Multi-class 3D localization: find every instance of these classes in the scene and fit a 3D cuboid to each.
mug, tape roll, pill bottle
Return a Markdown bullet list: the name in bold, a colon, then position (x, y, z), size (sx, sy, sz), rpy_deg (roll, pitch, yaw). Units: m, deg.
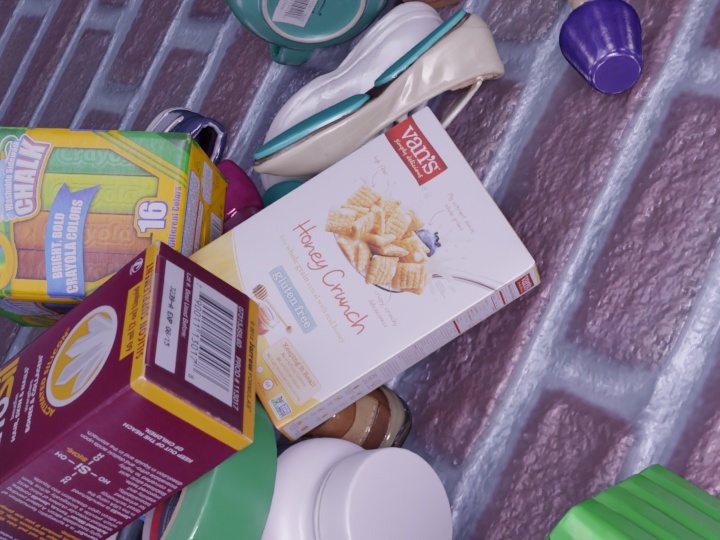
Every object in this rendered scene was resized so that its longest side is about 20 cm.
- **mug**: position (-0.039, -0.252, 1.243), size (0.151, 0.185, 0.115), rpy_deg (-20, 49, 12)
- **tape roll**: position (-0.136, 0.158, 0.931), size (0.200, 0.048, 0.201), rpy_deg (-34, 37, 30)
- **pill bottle**: position (-0.040, 0.171, 0.947), size (0.199, 0.119, 0.120), rpy_deg (-17, 53, 45)

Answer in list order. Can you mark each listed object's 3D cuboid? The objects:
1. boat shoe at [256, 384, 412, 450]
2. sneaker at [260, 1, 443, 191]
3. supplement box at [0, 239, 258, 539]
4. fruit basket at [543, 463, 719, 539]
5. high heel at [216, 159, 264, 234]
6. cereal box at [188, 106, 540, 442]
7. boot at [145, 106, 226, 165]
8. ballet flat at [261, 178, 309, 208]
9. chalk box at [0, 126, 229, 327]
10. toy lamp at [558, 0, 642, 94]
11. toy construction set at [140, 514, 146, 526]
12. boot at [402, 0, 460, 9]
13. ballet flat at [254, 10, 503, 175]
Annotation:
- **boat shoe**: position (-0.041, 0.080, 1.053), size (0.200, 0.074, 0.076), rpy_deg (22, 84, 56)
- **sneaker**: position (0.000, -0.115, 1.150), size (0.200, 0.075, 0.089), rpy_deg (-46, 48, 19)
- **supplement box**: position (-0.159, 0.088, 0.898), size (0.200, 0.085, 0.111), rpy_deg (-35, 36, 30)
- **fruit basket**: position (0.151, 0.202, 0.647), size (0.156, 0.215, 0.216), rpy_deg (-51, 35, 15)
- **high heel**: position (-0.157, 0.000, 1.150), size (0.199, 0.067, 0.097), rpy_deg (-30, 63, 8)
- **cereal box**: position (0.000, 0.000, 0.976), size (0.199, 0.040, 0.144), rpy_deg (-33, 64, 0)
- **boot**: position (-0.198, -0.061, 1.360), size (0.201, 0.072, 0.090), rpy_deg (-63, 28, -3)
- **ballet flat**: position (-0.013, -0.028, 1.105), size (0.200, 0.069, 0.070), rpy_deg (14, 78, 61)
- **chalk box**: position (-0.208, -0.027, 1.057), size (0.198, 0.124, 0.126), rpy_deg (2, 78, 9)
- **toy lamp**: position (0.151, -0.196, 1.013), size (0.058, 0.058, 0.201), rpy_deg (-41, 40, 27)
- **toy construction set**: position (-0.141, 0.131, 1.144), size (0.132, 0.092, 0.200), rpy_deg (-60, 23, 2)
- **boot**: position (0.106, -0.309, 1.155), size (0.200, 0.070, 0.147), rpy_deg (-36, 35, 31)
- **ballet flat**: position (0.018, -0.111, 1.065), size (0.199, 0.070, 0.070), rpy_deg (-35, 36, -2)
